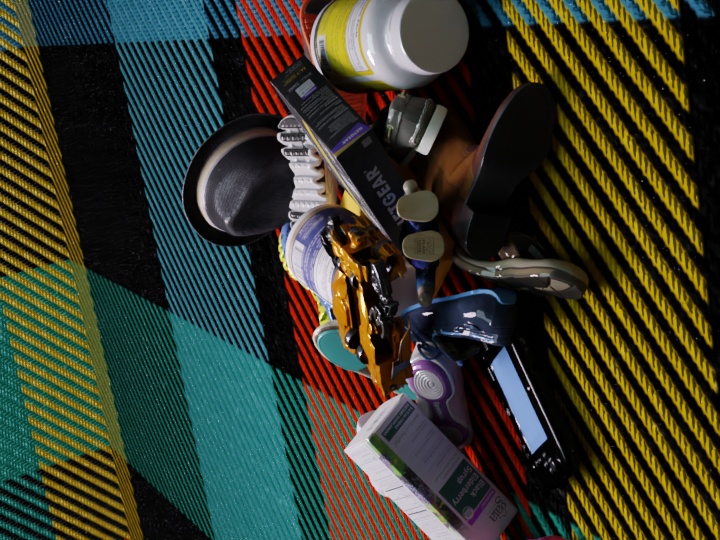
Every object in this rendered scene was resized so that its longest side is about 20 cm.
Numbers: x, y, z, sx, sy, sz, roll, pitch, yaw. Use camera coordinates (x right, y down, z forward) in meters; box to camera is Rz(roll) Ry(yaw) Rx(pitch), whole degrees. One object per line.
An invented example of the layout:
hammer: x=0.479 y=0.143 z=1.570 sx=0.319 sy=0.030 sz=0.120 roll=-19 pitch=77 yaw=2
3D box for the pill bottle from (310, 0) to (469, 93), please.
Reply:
pill bottle: x=0.033 y=-0.252 z=1.420 sx=0.199 sy=0.111 sz=0.114 roll=11 pitch=114 yaw=63

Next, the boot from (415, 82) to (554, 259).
boot: x=0.126 y=-0.133 z=1.367 sx=0.200 sy=0.067 sz=0.191 roll=-117 pitch=35 yaw=-61

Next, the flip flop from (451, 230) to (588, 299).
flip flop: x=0.167 y=-0.011 z=1.336 sx=0.199 sy=0.080 sz=0.058 roll=5 pitch=76 yaw=65

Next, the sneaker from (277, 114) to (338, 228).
sneaker: x=-0.052 y=-0.114 z=1.726 sx=0.075 sy=0.081 sz=0.203 roll=12 pitch=116 yaw=40

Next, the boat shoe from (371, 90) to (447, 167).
boat shoe: x=0.046 y=-0.160 z=1.444 sx=0.202 sy=0.060 sz=0.073 roll=-178 pitch=111 yaw=-82

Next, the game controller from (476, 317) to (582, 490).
game controller: x=0.179 y=0.139 z=1.423 sx=0.202 sy=0.042 sz=0.105 roll=67 pitch=155 yaw=18

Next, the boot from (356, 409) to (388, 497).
boot: x=0.057 y=0.268 z=1.744 sx=0.200 sy=0.073 sz=0.097 roll=-137 pitch=32 yaw=-62

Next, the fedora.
fedora: x=-0.139 y=-0.110 z=1.765 sx=0.092 sy=0.198 sz=0.203 roll=40 pitch=139 yaw=53

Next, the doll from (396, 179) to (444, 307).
doll: x=0.065 y=-0.031 z=1.383 sx=0.200 sy=0.048 sz=0.139 roll=39 pitch=-136 yaw=-85

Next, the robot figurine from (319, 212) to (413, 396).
robot figurine: x=0.010 y=0.030 z=1.401 sx=0.145 sy=0.058 sz=0.202 roll=47 pitch=152 yaw=42

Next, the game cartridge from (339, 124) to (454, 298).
game cartridge: x=0.044 y=-0.053 z=1.618 sx=0.201 sy=0.032 sz=0.177 roll=60 pitch=152 yaw=24

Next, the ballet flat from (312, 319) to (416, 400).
ballet flat: x=0.014 y=0.099 z=1.621 sx=0.069 sy=0.199 sz=0.070 roll=-29 pitch=43 yaw=31

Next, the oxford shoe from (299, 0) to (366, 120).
oxford shoe: x=-0.034 y=-0.240 z=1.638 sx=0.073 sy=0.070 sz=0.203 roll=136 pitch=126 yaw=-83

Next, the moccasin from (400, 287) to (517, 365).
moccasin: x=0.098 y=0.066 z=1.408 sx=0.200 sy=0.079 sz=0.069 roll=156 pitch=112 yaw=-65

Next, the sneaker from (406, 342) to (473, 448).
sneaker: x=0.103 y=0.141 z=1.574 sx=0.201 sy=0.074 sz=0.100 roll=80 pitch=-160 yaw=-46

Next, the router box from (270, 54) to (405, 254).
router box: x=-0.008 y=-0.128 z=1.473 sx=0.158 sy=0.052 sz=0.200 roll=51 pitch=178 yaw=39

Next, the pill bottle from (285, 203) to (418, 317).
pill bottle: x=0.000 y=0.000 z=1.575 sx=0.200 sy=0.110 sz=0.113 roll=34 pitch=134 yaw=52

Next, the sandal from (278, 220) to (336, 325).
sandal: x=-0.043 y=0.004 z=1.790 sx=0.201 sy=0.079 sz=0.087 roll=56 pitch=147 yaw=19

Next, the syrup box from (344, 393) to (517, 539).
syrup box: x=0.084 y=0.249 z=1.548 sx=0.200 sy=0.079 sz=0.081 roll=45 pitch=152 yaw=-4

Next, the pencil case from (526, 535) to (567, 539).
pencil case: x=0.183 y=0.358 z=1.496 sx=0.089 sy=0.087 sz=0.200 roll=69 pitch=155 yaw=12
